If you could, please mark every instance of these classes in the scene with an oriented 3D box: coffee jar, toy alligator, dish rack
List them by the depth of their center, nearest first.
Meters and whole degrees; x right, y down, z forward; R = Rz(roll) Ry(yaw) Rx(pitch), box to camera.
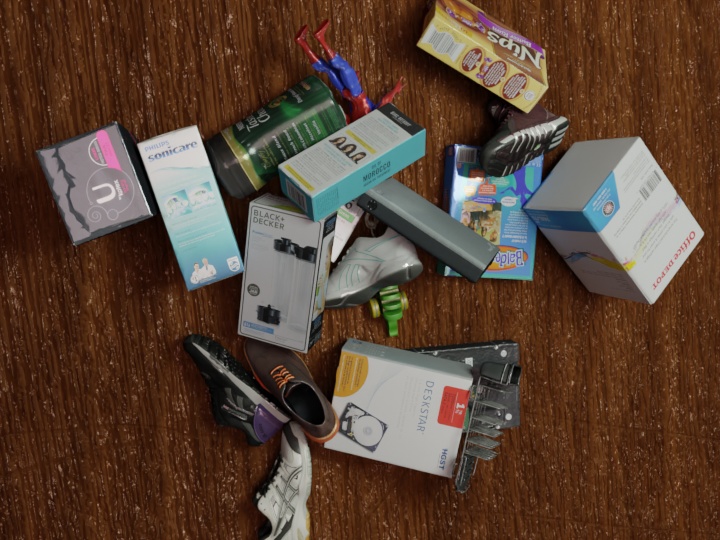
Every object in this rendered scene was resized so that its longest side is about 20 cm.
[{"bbox_3d":[-0.122,-0.188,1.060,0.199,0.104,0.086,-33,127,-4],"label":"coffee jar"},{"bbox_3d":[0.187,0.232,1.113,0.054,0.153,0.203,13,86,20],"label":"dish rack"},{"bbox_3d":[0.037,0.006,1.144,0.058,0.054,0.203,-12,98,-11],"label":"toy alligator"}]

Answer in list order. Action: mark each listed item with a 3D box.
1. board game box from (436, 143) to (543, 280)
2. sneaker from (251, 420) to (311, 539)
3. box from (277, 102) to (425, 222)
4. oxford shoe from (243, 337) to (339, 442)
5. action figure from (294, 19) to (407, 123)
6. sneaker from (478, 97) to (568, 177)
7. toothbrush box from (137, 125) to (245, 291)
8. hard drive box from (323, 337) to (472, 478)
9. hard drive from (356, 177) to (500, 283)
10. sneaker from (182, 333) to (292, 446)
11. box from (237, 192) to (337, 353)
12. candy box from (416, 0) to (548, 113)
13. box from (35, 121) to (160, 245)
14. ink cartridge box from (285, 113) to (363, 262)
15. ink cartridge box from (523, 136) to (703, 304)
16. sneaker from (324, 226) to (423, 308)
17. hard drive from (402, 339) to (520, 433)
[{"bbox_3d":[0.203,-0.090,1.174,0.150,0.045,0.203,3,95,-13],"label":"board game box"},{"bbox_3d":[-0.121,0.331,1.135,0.086,0.076,0.204,0,95,-12],"label":"sneaker"},{"bbox_3d":[-0.009,-0.151,1.026,0.199,0.082,0.050,-33,146,-22],"label":"box"},{"bbox_3d":[-0.103,0.158,1.086,0.071,0.073,0.200,-42,69,-12],"label":"oxford shoe"},{"bbox_3d":[-0.005,-0.286,1.087,0.201,0.065,0.100,54,55,-36],"label":"action figure"},{"bbox_3d":[0.216,-0.212,1.127,0.199,0.076,0.116,-24,58,-40],"label":"sneaker"},{"bbox_3d":[-0.232,-0.087,1.031,0.084,0.146,0.203,-20,99,-9],"label":"toothbrush box"},{"bbox_3d":[0.058,0.203,1.125,0.197,0.077,0.158,11,98,6],"label":"hard drive box"},{"bbox_3d":[0.102,-0.061,1.076,0.199,0.139,0.033,35,111,9],"label":"hard drive"},{"bbox_3d":[-0.200,0.184,1.106,0.088,0.076,0.200,-45,103,1],"label":"sneaker"},{"bbox_3d":[-0.106,0.003,1.064,0.115,0.060,0.203,15,110,13],"label":"box"},{"bbox_3d":[0.182,-0.328,1.106,0.198,0.118,0.057,26,132,-12],"label":"candy box"},{"bbox_3d":[-0.332,-0.113,0.979,0.105,0.200,0.124,-21,100,-8],"label":"box"},{"bbox_3d":[-0.037,-0.127,1.116,0.108,0.050,0.202,31,90,-12],"label":"ink cartridge box"},{"bbox_3d":[0.385,-0.076,1.141,0.147,0.146,0.200,-48,112,-12],"label":"ink cartridge box"},{"bbox_3d":[0.000,0.000,1.108,0.198,0.070,0.081,-26,68,26],"label":"sneaker"},{"bbox_3d":[0.157,0.189,1.199,0.197,0.038,0.142,-5,97,-12],"label":"hard drive"}]
